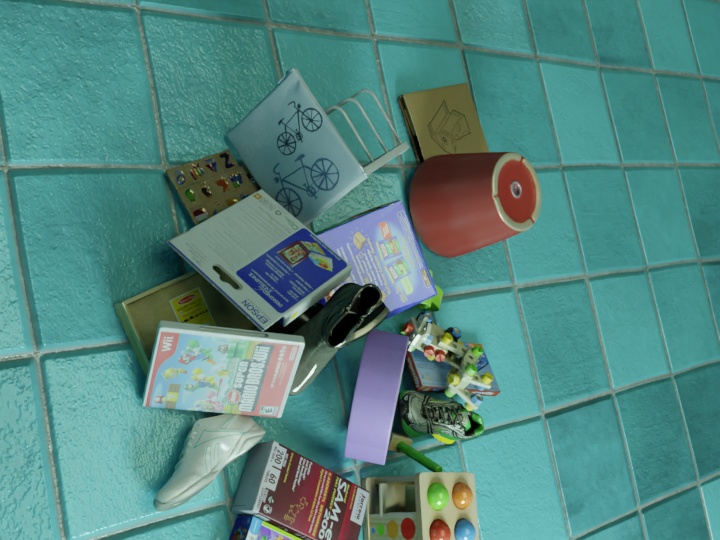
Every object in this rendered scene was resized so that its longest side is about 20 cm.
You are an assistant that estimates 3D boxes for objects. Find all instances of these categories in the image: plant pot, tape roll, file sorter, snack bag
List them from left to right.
[{"bbox_3d":[-0.103,-0.179,1.462,0.201,0.188,0.021,55,38,2],"label":"snack bag"},{"bbox_3d":[-0.046,-0.194,1.558,0.200,0.138,0.125,-39,100,-48],"label":"file sorter"},{"bbox_3d":[0.026,0.195,1.482,0.065,0.200,0.201,10,64,4],"label":"tape roll"},{"bbox_3d":[0.218,-0.131,1.745,0.200,0.177,0.202,8,78,-42],"label":"plant pot"}]

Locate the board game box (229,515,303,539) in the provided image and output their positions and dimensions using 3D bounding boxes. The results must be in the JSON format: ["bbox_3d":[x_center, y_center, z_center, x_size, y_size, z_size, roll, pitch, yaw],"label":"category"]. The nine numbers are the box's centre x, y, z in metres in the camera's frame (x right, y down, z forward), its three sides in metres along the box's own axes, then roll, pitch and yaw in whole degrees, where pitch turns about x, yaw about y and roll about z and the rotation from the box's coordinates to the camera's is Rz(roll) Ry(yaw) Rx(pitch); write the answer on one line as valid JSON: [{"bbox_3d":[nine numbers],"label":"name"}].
[{"bbox_3d":[-0.143,0.468,1.352,0.134,0.045,0.201,34,57,-30],"label":"board game box"}]

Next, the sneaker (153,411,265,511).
[{"bbox_3d":[-0.224,0.259,1.336,0.080,0.070,0.200,50,46,1],"label":"sneaker"}]

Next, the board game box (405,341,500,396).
[{"bbox_3d":[0.160,0.171,1.703,0.199,0.019,0.103,10,50,-39],"label":"board game box"}]

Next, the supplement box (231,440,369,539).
[{"bbox_3d":[-0.086,0.345,1.429,0.200,0.061,0.109,34,57,-31],"label":"supplement box"}]

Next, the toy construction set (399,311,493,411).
[{"bbox_3d":[0.134,0.140,1.620,0.200,0.092,0.132,40,31,-27],"label":"toy construction set"}]

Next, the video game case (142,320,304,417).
[{"bbox_3d":[-0.189,0.139,1.315,0.199,0.144,0.017,8,34,-18],"label":"video game case"}]

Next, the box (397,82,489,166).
[{"bbox_3d":[0.166,-0.274,1.861,0.199,0.021,0.165,-20,92,-44],"label":"box"}]

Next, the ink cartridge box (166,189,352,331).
[{"bbox_3d":[-0.146,-0.011,1.388,0.197,0.047,0.200,41,49,16],"label":"ink cartridge box"}]

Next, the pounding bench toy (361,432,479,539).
[{"bbox_3d":[0.098,0.351,1.525,0.124,0.156,0.201,9,71,-39],"label":"pounding bench toy"}]

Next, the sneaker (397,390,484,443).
[{"bbox_3d":[0.135,0.243,1.624,0.199,0.085,0.079,20,62,-45],"label":"sneaker"}]

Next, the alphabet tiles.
[{"bbox_3d":[-0.189,-0.108,1.489,0.200,0.008,0.168,-29,89,-47],"label":"alphabet tiles"}]

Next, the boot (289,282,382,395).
[{"bbox_3d":[-0.051,0.094,1.348,0.068,0.131,0.200,38,86,-6],"label":"boot"}]

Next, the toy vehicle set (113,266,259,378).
[{"bbox_3d":[-0.246,0.070,1.389,0.199,0.026,0.125,-26,95,-43],"label":"toy vehicle set"}]

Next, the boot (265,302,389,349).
[{"bbox_3d":[-0.070,0.050,1.450,0.203,0.073,0.155,-27,92,-14],"label":"boot"}]

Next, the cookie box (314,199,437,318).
[{"bbox_3d":[0.000,0.000,1.554,0.199,0.075,0.172,-23,94,-22],"label":"cookie box"}]

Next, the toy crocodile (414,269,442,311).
[{"bbox_3d":[0.066,0.027,1.665,0.199,0.062,0.068,15,68,-33],"label":"toy crocodile"}]
